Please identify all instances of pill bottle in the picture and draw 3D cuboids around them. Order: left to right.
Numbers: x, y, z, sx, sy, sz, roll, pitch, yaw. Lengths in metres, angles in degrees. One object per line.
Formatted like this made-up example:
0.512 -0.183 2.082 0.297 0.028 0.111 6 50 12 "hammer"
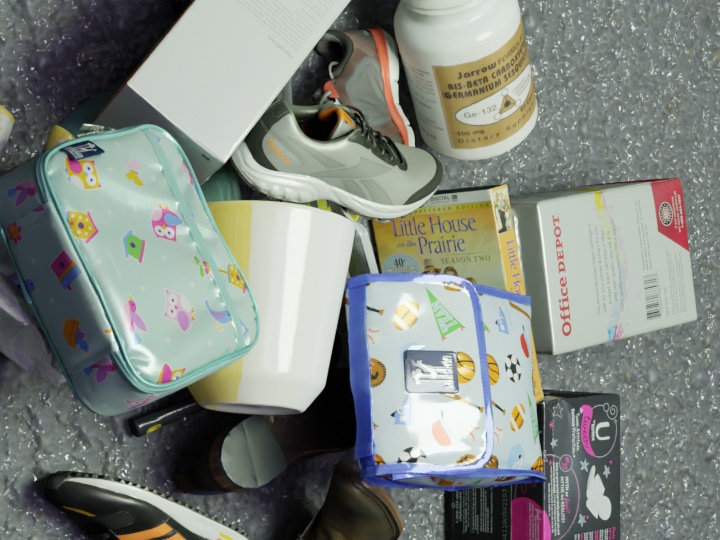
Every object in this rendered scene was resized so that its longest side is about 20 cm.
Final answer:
0.091 -0.207 1.488 0.114 0.114 0.200 -48 141 -28 "pill bottle"

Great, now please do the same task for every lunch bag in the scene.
-0.163 -0.009 1.183 0.160 0.077 0.200 -21 87 -50 "lunch bag"
0.063 0.095 1.364 0.200 0.124 0.170 14 67 -51 "lunch bag"

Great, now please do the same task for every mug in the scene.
-0.100 0.035 1.317 0.149 0.186 0.153 37 54 -72 "mug"

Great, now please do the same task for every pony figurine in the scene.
-0.275 -0.015 1.243 0.193 0.167 0.200 34 70 2 "pony figurine"

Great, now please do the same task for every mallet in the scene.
-0.108 0.105 1.428 0.200 0.066 0.041 -24 69 -21 "mallet"

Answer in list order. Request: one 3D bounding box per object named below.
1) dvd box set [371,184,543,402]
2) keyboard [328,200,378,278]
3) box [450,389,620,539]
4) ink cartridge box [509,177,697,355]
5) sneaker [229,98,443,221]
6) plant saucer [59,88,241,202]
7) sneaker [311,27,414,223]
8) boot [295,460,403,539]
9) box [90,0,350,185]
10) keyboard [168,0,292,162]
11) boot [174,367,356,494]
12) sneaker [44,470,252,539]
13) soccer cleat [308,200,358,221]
0.086 0.026 1.505 0.029 0.146 0.200 -19 102 -48 "dvd box set"
0.000 0.000 1.431 0.011 0.056 0.200 -36 152 -12 "keyboard"
0.167 0.216 1.577 0.115 0.132 0.200 0 90 -41 "box"
0.200 -0.005 1.594 0.200 0.145 0.146 -9 95 -37 "ink cartridge box"
-0.006 -0.093 1.336 0.200 0.074 0.079 5 131 -40 "sneaker"
-0.174 -0.054 1.374 0.200 0.036 0.200 0 90 -38 "plant saucer"
-0.007 -0.131 1.465 0.082 0.077 0.200 6 56 -23 "sneaker"
-0.019 0.238 1.422 0.097 0.075 0.200 -46 157 -19 "boot"
-0.108 -0.172 1.317 0.097 0.124 0.200 39 67 -11 "box"
-0.111 -0.189 1.411 0.127 0.021 0.200 3 77 -38 "keyboard"
-0.069 0.138 1.421 0.200 0.097 0.075 -21 87 -42 "boot"
-0.178 0.229 1.348 0.200 0.070 0.090 29 69 -36 "sneaker"
-0.044 -0.011 1.443 0.065 0.084 0.200 49 62 -27 "soccer cleat"
